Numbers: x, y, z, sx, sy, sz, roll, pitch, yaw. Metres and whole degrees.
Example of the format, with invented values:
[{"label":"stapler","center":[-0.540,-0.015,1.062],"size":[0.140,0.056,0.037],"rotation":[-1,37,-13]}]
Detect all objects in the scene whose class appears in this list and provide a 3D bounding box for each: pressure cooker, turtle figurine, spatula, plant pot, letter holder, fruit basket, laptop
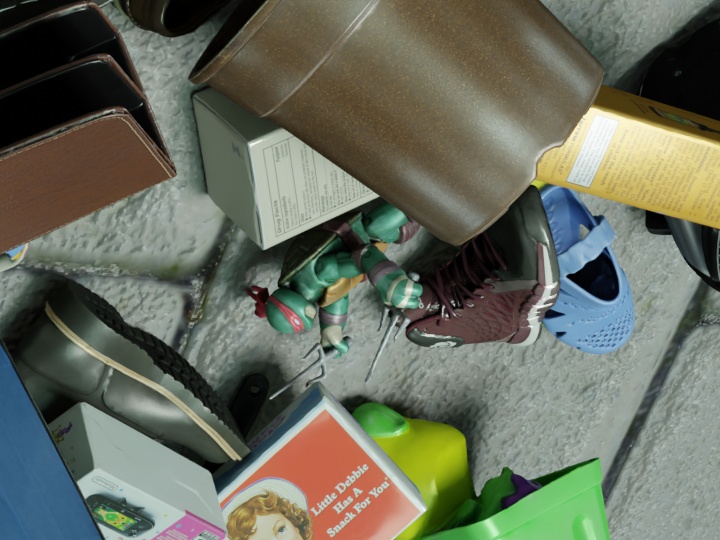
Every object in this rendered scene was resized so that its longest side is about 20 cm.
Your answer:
[{"label":"pressure cooker","center":[0.312,-0.075,1.879],"size":[0.179,0.176,0.200],"rotation":[-40,137,-10]},{"label":"turtle figurine","center":[0.000,0.000,1.734],"size":[0.101,0.150,0.200],"rotation":[47,72,-10]},{"label":"spatula","center":[-0.116,0.165,1.819],"size":[0.056,0.021,0.200],"rotation":[25,95,-6]},{"label":"plant pot","center":[0.030,-0.132,1.544],"size":[0.198,0.200,0.200],"rotation":[41,92,-10]},{"label":"letter holder","center":[-0.228,-0.075,1.434],"size":[0.200,0.101,0.142],"rotation":[-24,165,3]},{"label":"fruit basket","center":[0.074,0.178,1.902],"size":[0.155,0.216,0.216],"rotation":[-23,132,-32]},{"label":"laptop","center":[-0.290,0.156,1.562],"size":[0.200,0.116,0.187],"rotation":[-29,98,-17]}]

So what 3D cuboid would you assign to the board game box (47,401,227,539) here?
[{"label":"board game box","center":[-0.215,0.188,1.696],"size":[0.200,0.064,0.148],"rotation":[-34,140,19]}]

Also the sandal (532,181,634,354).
[{"label":"sandal","center":[0.168,0.005,1.891],"size":[0.079,0.087,0.200],"rotation":[-43,138,-7]}]

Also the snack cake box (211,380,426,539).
[{"label":"snack cake box","center":[-0.065,0.190,1.782],"size":[0.200,0.067,0.115],"rotation":[-42,101,2]}]

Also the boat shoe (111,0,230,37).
[{"label":"boat shoe","center":[-0.064,-0.217,1.556],"size":[0.202,0.075,0.075],"rotation":[-43,137,-4]}]

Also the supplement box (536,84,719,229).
[{"label":"supplement box","center":[0.183,-0.084,1.699],"size":[0.200,0.067,0.069],"rotation":[12,112,-23]}]

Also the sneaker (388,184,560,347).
[{"label":"sneaker","center":[0.078,0.011,1.798],"size":[0.115,0.076,0.200],"rotation":[-11,153,-8]}]

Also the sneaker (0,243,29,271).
[{"label":"sneaker","center":[-0.222,-0.054,1.540],"size":[0.075,0.090,0.200],"rotation":[23,105,-45]}]

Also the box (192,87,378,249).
[{"label":"box","center":[-0.006,-0.104,1.681],"size":[0.200,0.078,0.095],"rotation":[-24,132,-22]}]

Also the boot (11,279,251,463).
[{"label":"boot","center":[-0.183,0.107,1.711],"size":[0.138,0.077,0.200],"rotation":[-45,125,5]}]

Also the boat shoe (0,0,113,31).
[{"label":"boat shoe","center":[-0.231,-0.156,1.478],"size":[0.201,0.072,0.061],"rotation":[-14,132,-21]}]
